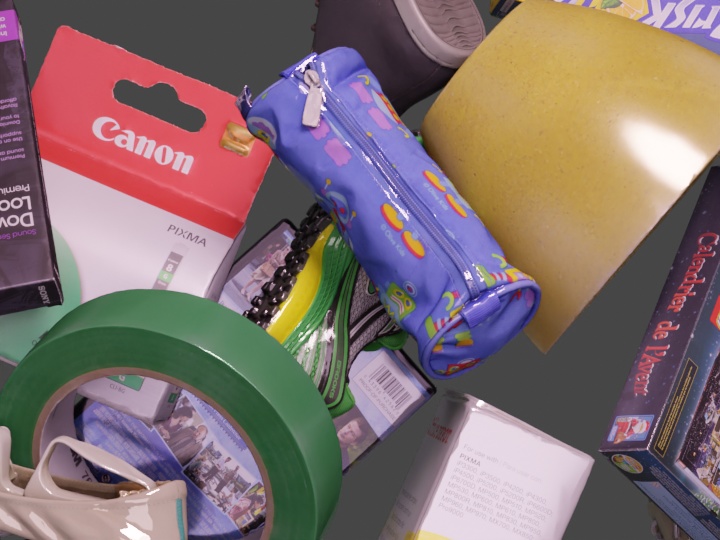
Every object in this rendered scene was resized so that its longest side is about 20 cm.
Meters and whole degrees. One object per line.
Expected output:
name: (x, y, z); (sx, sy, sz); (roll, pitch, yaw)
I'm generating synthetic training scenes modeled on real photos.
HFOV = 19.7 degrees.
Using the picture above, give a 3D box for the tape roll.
tape roll: (-0.110, 0.109, 1.180); (0.199, 0.048, 0.202); (9, 119, 16)

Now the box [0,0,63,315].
box: (-0.257, -0.059, 1.206); (0.142, 0.036, 0.201); (-12, 63, -4)

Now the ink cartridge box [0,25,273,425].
ink cartridge box: (-0.153, -0.030, 1.236); (0.160, 0.050, 0.201); (22, 90, 6)

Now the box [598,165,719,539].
box: (0.223, 0.057, 1.204); (0.137, 0.038, 0.201); (43, 59, -30)

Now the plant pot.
plant pot: (0.120, -0.074, 1.195); (0.142, 0.200, 0.200); (42, 87, 6)

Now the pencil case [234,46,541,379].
pencil case: (0.015, -0.037, 1.144); (0.078, 0.087, 0.200); (-34, 71, -6)

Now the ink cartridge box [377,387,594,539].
ink cartridge box: (0.052, 0.178, 1.204); (0.083, 0.145, 0.201); (24, 88, -3)

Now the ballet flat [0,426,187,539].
ballet flat: (-0.188, 0.120, 1.155); (0.198, 0.069, 0.070); (12, 88, 11)

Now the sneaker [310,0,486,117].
sneaker: (-0.006, -0.183, 1.248); (0.074, 0.106, 0.201); (3, 58, -42)

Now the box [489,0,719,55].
box: (0.183, -0.163, 1.257); (0.199, 0.070, 0.065); (16, 86, -3)

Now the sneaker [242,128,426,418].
sneaker: (0.000, 0.000, 1.233); (0.085, 0.078, 0.201); (37, 71, -14)

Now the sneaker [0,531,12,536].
sneaker: (-0.270, 0.083, 1.216); (0.200, 0.088, 0.075); (44, 85, -2)

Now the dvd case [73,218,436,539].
dvd case: (-0.072, 0.086, 1.263); (0.200, 0.018, 0.143); (-42, 90, -3)

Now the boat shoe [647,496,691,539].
boat shoe: (0.207, 0.143, 1.261); (0.062, 0.072, 0.202); (-4, 86, 23)

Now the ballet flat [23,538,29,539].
ballet flat: (-0.174, 0.239, 1.219); (0.072, 0.068, 0.201); (1, 126, 35)
